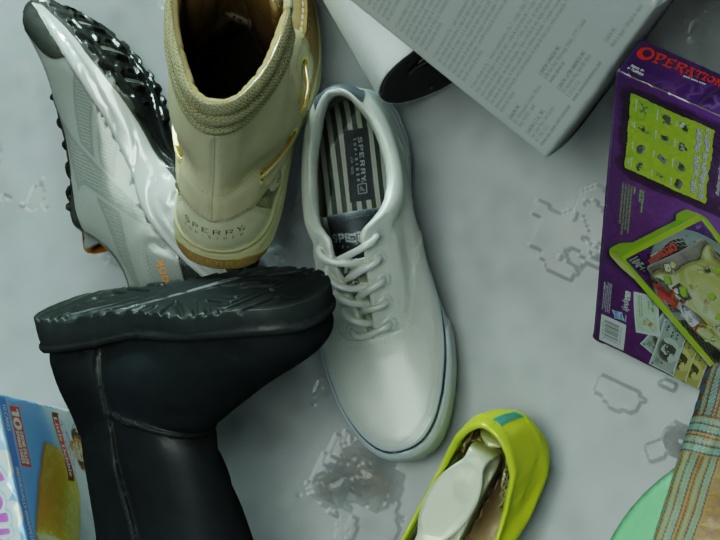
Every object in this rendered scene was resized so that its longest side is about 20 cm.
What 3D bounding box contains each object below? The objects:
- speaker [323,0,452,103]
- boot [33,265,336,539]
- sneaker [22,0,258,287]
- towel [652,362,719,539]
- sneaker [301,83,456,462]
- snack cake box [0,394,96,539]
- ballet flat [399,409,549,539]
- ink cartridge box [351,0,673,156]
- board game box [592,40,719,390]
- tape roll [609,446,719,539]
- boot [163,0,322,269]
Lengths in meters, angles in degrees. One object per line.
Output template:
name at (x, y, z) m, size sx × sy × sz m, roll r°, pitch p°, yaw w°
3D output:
speaker at (-0.001, -0.189, 1.452) m, size 0.081 × 0.081 × 0.201 m, roll -33°, pitch 74°, yaw 12°
boot at (-0.073, 0.090, 1.399) m, size 0.199 × 0.076 × 0.169 m, roll -7°, pitch 104°, yaw 41°
sneaker at (-0.136, -0.062, 1.487) m, size 0.079 × 0.074 × 0.201 m, roll -35°, pitch 73°, yaw 17°
towel at (0.196, 0.143, 1.284) m, size 0.146 × 0.022 × 0.201 m, roll 6°, pitch 69°, yaw 37°
sneaker at (0.000, 0.000, 1.429) m, size 0.073 × 0.071 × 0.201 m, roll -15°, pitch 78°, yaw 17°
snack cake box at (-0.175, 0.173, 1.443) m, size 0.067 × 0.115 × 0.201 m, roll -18°, pitch 78°, yaw 16°
ballet flat at (0.033, 0.160, 1.398) m, size 0.067 × 0.067 × 0.201 m, roll 27°, pitch 92°, yaw 20°
ink cartridge box at (0.049, -0.161, 1.314) m, size 0.200 × 0.163 × 0.057 m, roll 42°, pitch 62°, yaw 4°
board game box at (0.173, -0.012, 1.316) m, size 0.120 × 0.201 × 0.032 m, roll 30°, pitch 57°, yaw 22°
tape roll at (0.210, 0.182, 1.344) m, size 0.199 × 0.048 × 0.202 m, roll -3°, pitch 81°, yaw 19°
boot at (-0.060, -0.123, 1.399) m, size 0.072 × 0.156 × 0.201 m, roll 8°, pitch 58°, yaw 4°
